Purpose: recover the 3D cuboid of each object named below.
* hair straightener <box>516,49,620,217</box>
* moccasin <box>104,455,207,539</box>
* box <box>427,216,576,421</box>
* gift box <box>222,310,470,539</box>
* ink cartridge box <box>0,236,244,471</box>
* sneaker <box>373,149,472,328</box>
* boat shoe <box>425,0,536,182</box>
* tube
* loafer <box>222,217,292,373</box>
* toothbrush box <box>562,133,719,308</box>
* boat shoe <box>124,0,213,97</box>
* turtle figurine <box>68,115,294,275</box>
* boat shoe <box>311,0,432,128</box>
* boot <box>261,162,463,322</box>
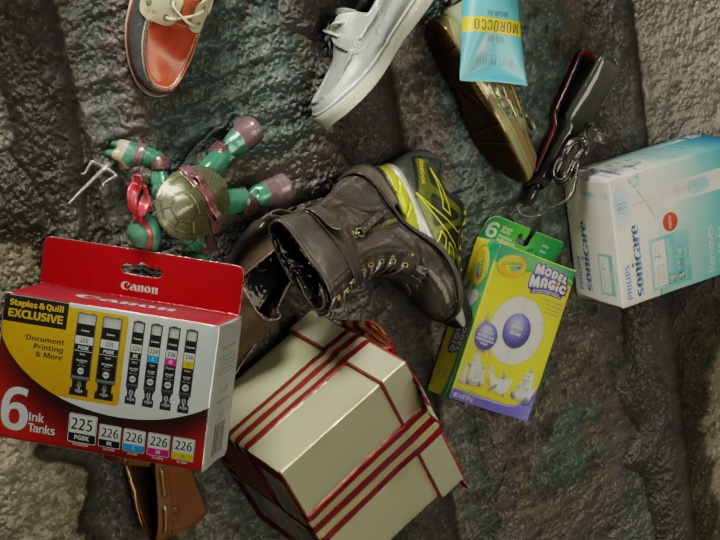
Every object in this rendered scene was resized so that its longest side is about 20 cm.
[{"bbox_3d":[0.224,-0.143,1.848,0.041,0.077,0.200,36,79,-33],"label":"hair straightener"},{"bbox_3d":[-0.211,0.164,1.638,0.078,0.074,0.202,-31,121,-32],"label":"moccasin"},{"bbox_3d":[0.157,0.051,1.860,0.117,0.048,0.201,18,87,-33],"label":"box"},{"bbox_3d":[-0.010,0.170,1.680,0.187,0.200,0.185,-41,131,-19],"label":"gift box"},{"bbox_3d":[-0.214,0.071,1.543,0.199,0.084,0.176,8,96,9],"label":"ink cartridge box"},{"bbox_3d":[0.081,-0.033,1.780,0.085,0.074,0.200,-34,115,-23],"label":"sneaker"},{"bbox_3d":[0.139,-0.184,1.790,0.063,0.073,0.200,-37,114,-21],"label":"boat shoe"},{"bbox_3d":[0.129,-0.285,1.749,0.077,0.050,0.201,1,81,-20],"label":"tube"},{"bbox_3d":[-0.119,0.039,1.666,0.073,0.071,0.200,31,85,-30],"label":"loafer"},{"bbox_3d":[0.333,-0.058,1.928,0.200,0.085,0.147,-16,106,-28],"label":"toothbrush box"},{"bbox_3d":[-0.165,-0.257,1.594,0.071,0.063,0.201,10,94,-35],"label":"boat shoe"},{"bbox_3d":[-0.162,-0.061,1.614,0.200,0.101,0.150,-30,113,-30],"label":"turtle figurine"},{"bbox_3d":[0.000,-0.233,1.705,0.071,0.070,0.201,39,74,-19],"label":"boat shoe"},{"bbox_3d":[0.000,0.000,1.668,0.200,0.069,0.174,51,38,-5],"label":"boot"}]
